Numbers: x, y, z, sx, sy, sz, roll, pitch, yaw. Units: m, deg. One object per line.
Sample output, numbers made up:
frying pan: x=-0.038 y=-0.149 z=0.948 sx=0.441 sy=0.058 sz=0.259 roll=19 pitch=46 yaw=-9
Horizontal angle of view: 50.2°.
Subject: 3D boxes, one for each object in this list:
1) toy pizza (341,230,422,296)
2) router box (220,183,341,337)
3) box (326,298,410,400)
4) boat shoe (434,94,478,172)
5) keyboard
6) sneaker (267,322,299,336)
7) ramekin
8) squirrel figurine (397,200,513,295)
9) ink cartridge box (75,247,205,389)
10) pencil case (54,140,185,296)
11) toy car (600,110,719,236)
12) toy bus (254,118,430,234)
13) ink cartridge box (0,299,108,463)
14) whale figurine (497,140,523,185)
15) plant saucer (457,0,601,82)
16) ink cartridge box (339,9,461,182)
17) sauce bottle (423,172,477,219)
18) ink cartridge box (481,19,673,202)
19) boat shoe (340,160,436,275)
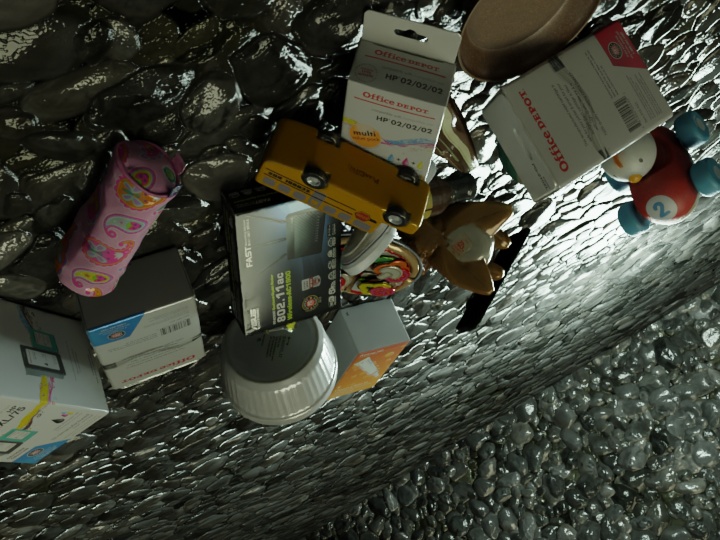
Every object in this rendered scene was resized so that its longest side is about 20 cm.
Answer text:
toy pizza: x=0.000 y=0.000 z=1.204 sx=0.195 sy=0.032 sz=0.201 roll=4 pitch=153 yaw=2
router box: x=-0.103 y=-0.023 z=1.032 sx=0.147 sy=0.062 sz=0.204 roll=-16 pitch=128 yaw=-21
box: x=-0.007 y=0.159 z=1.526 sx=0.122 sy=0.099 sz=0.201 roll=-11 pitch=151 yaw=-31
boat shoe: x=0.098 y=-0.187 z=1.010 sx=0.073 sy=0.076 sz=0.202 roll=-20 pitch=150 yaw=15
keyboard: x=0.232 y=0.024 z=1.308 sx=0.202 sy=0.039 sz=0.104 roll=-57 pitch=-169 yaw=-16
sneaker: x=-0.129 y=0.002 z=1.137 sx=0.073 sy=0.085 sz=0.203 roll=-10 pitch=129 yaw=-26
ramekin: x=-0.138 y=0.139 z=1.252 sx=0.199 sy=0.204 sz=0.095 roll=-21 pitch=143 yaw=-11
squirrel figurine: x=0.150 y=-0.045 z=1.274 sx=0.195 sy=0.145 sz=0.187 roll=7 pitch=-178 yaw=7
ink cartridge box: x=-0.303 y=0.072 z=1.075 sx=0.142 sy=0.085 sz=0.201 roll=-19 pitch=154 yaw=-17
pencil case: x=-0.272 y=-0.057 z=0.861 sx=0.086 sy=0.089 sz=0.200 roll=2 pitch=142 yaw=-46
toy car: x=0.469 y=-0.176 z=1.295 sx=0.197 sy=0.181 sz=0.184 roll=11 pitch=150 yaw=-35
toy bus: x=-0.020 y=-0.104 z=0.909 sx=0.197 sy=0.066 sz=0.078 roll=24 pitch=152 yaw=-12
ink cartridge box: x=-0.458 y=0.143 z=0.983 sx=0.145 sy=0.148 sz=0.199 roll=-33 pitch=154 yaw=13
whale figurine: x=0.276 y=-0.210 z=1.123 sx=0.199 sy=0.103 sz=0.161 roll=-42 pitch=147 yaw=-27
plant saucer: x=0.194 y=-0.308 z=0.900 sx=0.197 sy=0.037 sz=0.201 roll=-23 pitch=156 yaw=-11
ink cartridge box: x=0.040 y=-0.186 z=0.878 sx=0.113 sy=0.069 sz=0.201 roll=15 pitch=150 yaw=2
sauce bottle: x=0.084 y=-0.105 z=1.146 sx=0.196 sy=0.066 sz=0.065 roll=-14 pitch=153 yaw=-25
ink cartridge box: x=0.278 y=-0.204 z=0.995 sx=0.198 sy=0.147 sz=0.084 roll=-31 pitch=179 yaw=-14
boat shoe: x=0.023 y=-0.091 z=1.046 sx=0.067 sy=0.073 sz=0.202 roll=42 pitch=71 yaw=-26
